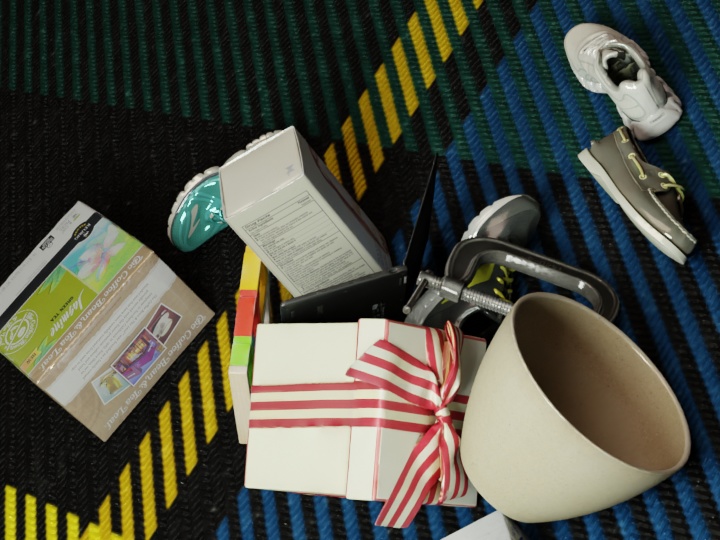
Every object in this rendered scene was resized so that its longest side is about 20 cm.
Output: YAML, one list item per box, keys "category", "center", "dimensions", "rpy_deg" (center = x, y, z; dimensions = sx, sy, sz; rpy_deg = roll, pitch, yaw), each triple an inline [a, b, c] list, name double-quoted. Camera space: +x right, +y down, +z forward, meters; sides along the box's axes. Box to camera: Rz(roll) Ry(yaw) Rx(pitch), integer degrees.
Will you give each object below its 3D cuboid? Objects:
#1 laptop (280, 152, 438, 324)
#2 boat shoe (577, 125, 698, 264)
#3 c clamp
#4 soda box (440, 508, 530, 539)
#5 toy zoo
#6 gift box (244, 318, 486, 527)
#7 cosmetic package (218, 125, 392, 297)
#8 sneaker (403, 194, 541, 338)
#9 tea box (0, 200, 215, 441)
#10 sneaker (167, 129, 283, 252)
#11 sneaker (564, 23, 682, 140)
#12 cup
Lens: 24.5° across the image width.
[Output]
- category: "laptop"
  center: [0.000, 0.000, 1.682]
  dimensions: [0.199, 0.188, 0.116]
  rpy_deg: [-17, 65, -9]
- category: "boat shoe"
  center: [0.282, -0.079, 1.643]
  dimensions: [0.060, 0.072, 0.202]
  rpy_deg: [-41, 36, 8]
- category: "c clamp"
  center: [0.149, 0.028, 1.593]
  dimensions: [0.199, 0.027, 0.171]
  rpy_deg: [16, 33, 4]
- category: "soda box"
  center: [0.063, 0.296, 1.492]
  dimensions: [0.199, 0.063, 0.068]
  rpy_deg: [-30, 43, 14]
- category: "toy zoo"
  center: [-0.116, 0.067, 1.788]
  dimensions: [0.020, 0.132, 0.201]
  rpy_deg: [2, 51, 3]
- category: "gift box"
  center: [0.006, 0.140, 1.546]
  dimensions: [0.186, 0.199, 0.186]
  rpy_deg: [-2, 85, 38]
- category: "cosmetic package"
  center: [-0.056, -0.045, 1.778]
  dimensions: [0.103, 0.200, 0.088]
  rpy_deg: [-27, 43, 13]
- category: "sneaker"
  center: [0.131, 0.016, 1.689]
  dimensions: [0.085, 0.074, 0.200]
  rpy_deg: [33, 88, 43]
- category: "tea box"
  center: [-0.315, 0.056, 1.945]
  dimensions: [0.200, 0.134, 0.196]
  rpy_deg: [-50, 42, -10]
- category: "sneaker"
  center: [-0.147, -0.089, 1.991]
  dimensions: [0.200, 0.078, 0.080]
  rpy_deg: [-38, 49, 4]
- category: "sneaker"
  center: [0.271, -0.221, 1.771]
  dimensions: [0.075, 0.081, 0.200]
  rpy_deg: [-40, 39, 5]
- category: "cup"
  center: [0.169, 0.140, 1.471]
  dimensions: [0.143, 0.200, 0.201]
  rpy_deg: [-48, 35, 29]
